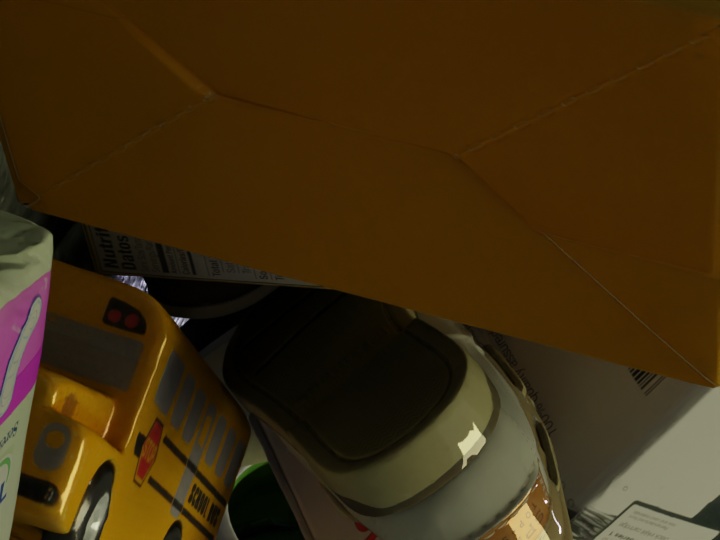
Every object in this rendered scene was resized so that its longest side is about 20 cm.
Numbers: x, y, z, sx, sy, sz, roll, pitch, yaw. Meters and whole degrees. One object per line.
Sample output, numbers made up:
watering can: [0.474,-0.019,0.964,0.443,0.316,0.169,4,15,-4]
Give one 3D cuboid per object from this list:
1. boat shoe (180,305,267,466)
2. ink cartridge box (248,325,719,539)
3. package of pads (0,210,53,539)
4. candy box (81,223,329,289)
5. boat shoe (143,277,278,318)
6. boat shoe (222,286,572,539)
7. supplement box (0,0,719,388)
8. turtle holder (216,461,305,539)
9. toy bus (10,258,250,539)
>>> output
boat shoe: [0.001,0.002,0.908,0.201,0.063,0.074,-34,138,3]
ink cartridge box: [0.073,0.034,0.826,0.200,0.146,0.084,-46,133,17]
package of pads: [-0.134,0.084,0.520,0.200,0.068,0.155,-51,157,-61]
candy box: [0.025,-0.046,0.750,0.116,0.199,0.056,-60,145,-48]
boat shoe: [-0.025,-0.060,0.867,0.200,0.066,0.057,-54,138,-45]
boat shoe: [0.011,0.044,0.758,0.075,0.068,0.200,-37,-161,4]
supplement box: [0.028,-0.109,0.643,0.133,0.196,0.201,82,28,-52]
turtle holder: [-0.003,0.130,0.986,0.132,0.184,0.141,96,-8,-47]
toy bus: [-0.083,0.049,0.733,0.200,0.065,0.079,67,43,-75]
